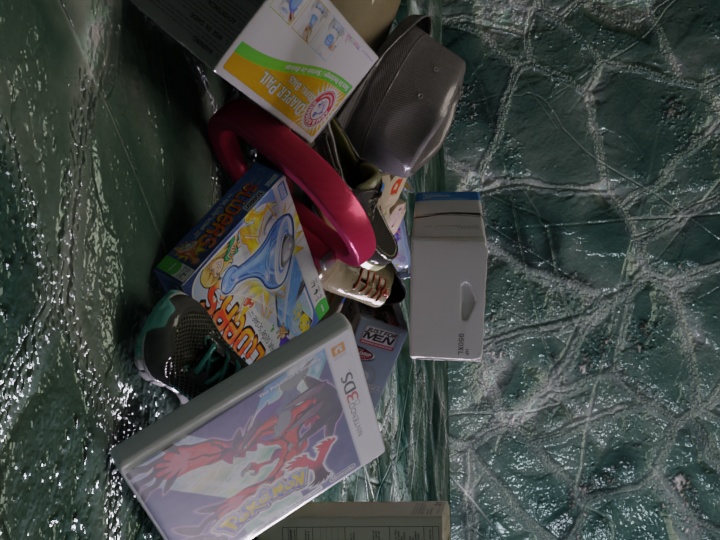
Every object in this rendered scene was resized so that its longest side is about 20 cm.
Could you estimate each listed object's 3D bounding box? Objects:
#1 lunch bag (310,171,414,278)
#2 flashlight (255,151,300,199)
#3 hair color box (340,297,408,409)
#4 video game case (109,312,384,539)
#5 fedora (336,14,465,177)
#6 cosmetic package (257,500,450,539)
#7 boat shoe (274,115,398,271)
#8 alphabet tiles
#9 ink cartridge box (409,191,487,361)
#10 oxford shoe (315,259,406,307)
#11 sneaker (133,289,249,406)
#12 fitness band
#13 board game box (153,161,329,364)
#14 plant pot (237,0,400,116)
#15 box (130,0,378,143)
[{"bbox_3d":[-0.004,-0.102,1.271,0.170,0.127,0.200,-110,-173,-57],"label":"lunch bag"},{"bbox_3d":[-0.093,-0.059,1.056,0.068,0.068,0.201,116,-21,-53],"label":"flashlight"},{"bbox_3d":[-0.012,0.127,1.169,0.099,0.060,0.201,-107,-145,-66],"label":"hair color box"},{"bbox_3d":[-0.078,0.144,0.799,0.023,0.200,0.183,47,-19,39],"label":"video game case"},{"bbox_3d":[0.048,-0.166,1.049,0.200,0.090,0.177,-57,171,-24],"label":"fedora"},{"bbox_3d":[-0.005,0.302,1.064,0.071,0.199,0.106,-1,90,-80],"label":"cosmetic package"},{"bbox_3d":[-0.010,-0.080,0.983,0.201,0.066,0.072,53,30,-31],"label":"boat shoe"},{"bbox_3d":[-0.013,-0.024,1.130,0.200,0.015,0.196,-22,140,-57],"label":"alphabet tiles"},{"bbox_3d":[0.101,0.001,1.162,0.200,0.084,0.145,-76,166,-72],"label":"ink cartridge box"},{"bbox_3d":[0.000,0.000,1.066,0.071,0.075,0.200,-60,160,8],"label":"oxford shoe"},{"bbox_3d":[-0.110,0.086,0.805,0.078,0.091,0.200,-61,154,-24],"label":"sneaker"},{"bbox_3d":[-0.066,-0.075,0.915,0.037,0.200,0.144,-42,152,-17],"label":"fitness band"},{"bbox_3d":[-0.099,0.019,0.902,0.135,0.034,0.200,-50,149,-23],"label":"board game box"},{"bbox_3d":[-0.056,-0.234,1.032,0.187,0.187,0.201,-26,127,-78],"label":"plant pot"},{"bbox_3d":[-0.082,-0.202,0.840,0.101,0.112,0.200,-51,160,5],"label":"box"}]
